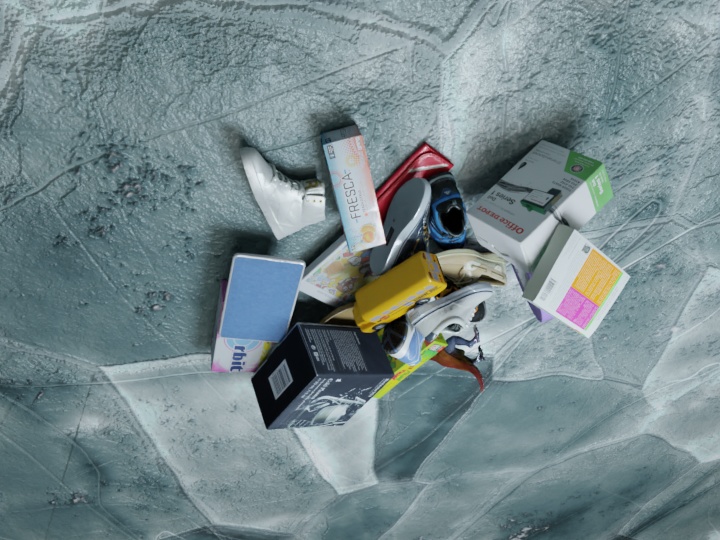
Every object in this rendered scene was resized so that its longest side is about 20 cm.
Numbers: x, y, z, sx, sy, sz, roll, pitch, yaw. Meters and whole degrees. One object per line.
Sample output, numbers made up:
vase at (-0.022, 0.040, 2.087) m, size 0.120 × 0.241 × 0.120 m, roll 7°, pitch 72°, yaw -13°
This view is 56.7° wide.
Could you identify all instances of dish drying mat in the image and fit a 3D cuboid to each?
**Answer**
dish drying mat at (0.073, -0.137, 1.193) m, size 0.077 × 0.018 × 0.200 m, roll 27°, pitch 120°, yaw -33°

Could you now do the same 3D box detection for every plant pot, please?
plant pot at (-0.014, 0.120, 1.370) m, size 0.199 × 0.028 × 0.201 m, roll -16°, pitch 146°, yaw -11°

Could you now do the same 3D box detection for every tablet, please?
tablet at (-0.182, 0.054, 1.214) m, size 0.129 × 0.014 × 0.201 m, roll 6°, pitch 127°, yaw -17°

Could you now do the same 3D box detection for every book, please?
book at (0.363, 0.024, 1.122) m, size 0.199 × 0.048 × 0.134 m, roll 29°, pitch 90°, yaw -41°

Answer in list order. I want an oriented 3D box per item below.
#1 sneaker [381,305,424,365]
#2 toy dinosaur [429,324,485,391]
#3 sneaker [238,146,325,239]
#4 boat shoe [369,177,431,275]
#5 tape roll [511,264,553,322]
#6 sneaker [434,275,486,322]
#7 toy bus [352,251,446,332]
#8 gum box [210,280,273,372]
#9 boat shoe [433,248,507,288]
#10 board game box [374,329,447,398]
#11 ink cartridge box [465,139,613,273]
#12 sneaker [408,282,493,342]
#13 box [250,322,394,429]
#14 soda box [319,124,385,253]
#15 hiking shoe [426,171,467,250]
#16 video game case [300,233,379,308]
sneaker at (0.092, 0.095, 1.289) m, size 0.075 × 0.201 × 0.077 m, roll -21°, pitch 128°, yaw 38°
toy dinosaur at (0.157, 0.157, 1.370) m, size 0.180 × 0.200 × 0.106 m, roll -11°, pitch 119°, yaw 16°
sneaker at (-0.120, -0.143, 1.109) m, size 0.115 × 0.074 × 0.200 m, roll -20°, pitch 142°, yaw 2°
boat shoe at (0.093, -0.075, 1.190) m, size 0.090 × 0.071 × 0.201 m, roll 2°, pitch 129°, yaw -36°
tape roll at (0.329, -0.008, 1.246) m, size 0.065 × 0.201 × 0.201 m, roll -21°, pitch 133°, yaw 6°
sneaker at (0.197, 0.061, 1.361) m, size 0.078 × 0.077 × 0.200 m, roll -39°, pitch 130°, yaw 19°
toy bus at (0.061, 0.043, 1.202) m, size 0.199 × 0.065 × 0.078 m, roll -33°, pitch 153°, yaw 32°
gum box at (-0.228, 0.118, 1.312) m, size 0.113 × 0.066 × 0.201 m, roll 5°, pitch 129°, yaw -17°
boat shoe at (0.205, 0.000, 1.286) m, size 0.199 × 0.065 × 0.072 m, roll 4°, pitch 162°, yaw -33°
board game box at (0.074, 0.164, 1.367) m, size 0.200 × 0.102 × 0.047 m, roll -42°, pitch 143°, yaw 25°
ink cartridge box at (0.302, -0.111, 1.138) m, size 0.200 × 0.146 × 0.084 m, roll -43°, pitch 131°, yaw -9°
sneaker at (0.178, 0.080, 1.241) m, size 0.199 × 0.071 × 0.073 m, roll -20°, pitch 165°, yaw -32°
box at (-0.077, 0.211, 1.323) m, size 0.196 × 0.124 × 0.200 m, roll 6°, pitch 137°, yaw -41°
soda box at (-0.012, -0.134, 1.114) m, size 0.068 × 0.064 × 0.201 m, roll -14°, pitch 118°, yaw -1°
hiking shoe at (0.157, -0.083, 1.206) m, size 0.074 × 0.087 × 0.200 m, roll -20°, pitch 142°, yaw 5°
video game case at (0.000, 0.000, 1.280) m, size 0.200 × 0.023 × 0.182 m, roll -41°, pitch 135°, yaw 22°
